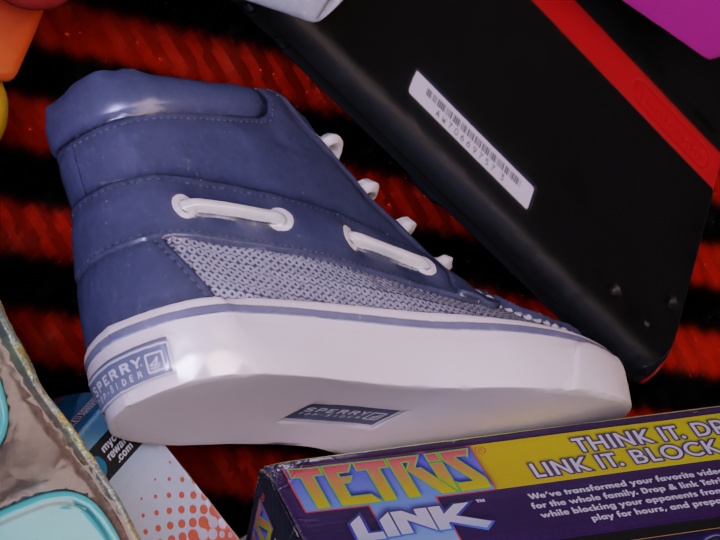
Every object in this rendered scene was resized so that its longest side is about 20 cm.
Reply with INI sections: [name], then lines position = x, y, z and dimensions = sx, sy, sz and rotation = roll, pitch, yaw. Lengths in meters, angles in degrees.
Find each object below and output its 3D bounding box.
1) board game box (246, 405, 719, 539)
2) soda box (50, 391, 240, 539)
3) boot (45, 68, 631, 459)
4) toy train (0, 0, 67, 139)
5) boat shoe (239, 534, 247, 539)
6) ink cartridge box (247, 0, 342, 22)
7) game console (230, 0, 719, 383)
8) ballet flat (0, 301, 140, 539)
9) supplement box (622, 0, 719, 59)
[board game box]
position = 0.088, 0.110, 0.758
dimensions = 0.199, 0.165, 0.057
rotation = -5, 125, -21
[soda box]
position = -0.117, 0.121, 0.723
dimensions = 0.200, 0.063, 0.068
rotation = -49, 113, -31
[boot]
position = 0.000, 0.000, 0.784
dimensions = 0.200, 0.073, 0.091
rotation = 12, 59, -51
[toy train]
position = -0.108, -0.048, 0.749
dimensions = 0.199, 0.084, 0.116
rotation = 2, 100, -45
[boat shoe]
position = -0.038, 0.138, 0.800
dimensions = 0.200, 0.073, 0.063
rotation = -42, 153, -39
[ink cartridge box]
position = -0.101, -0.148, 0.721
dimensions = 0.199, 0.050, 0.163
rotation = 11, 38, -34
[game console]
position = 0.042, -0.087, 0.865
dimensions = 0.200, 0.031, 0.177
rotation = 42, 48, -27
[ballet flat]
position = -0.094, 0.052, 0.672
dimensions = 0.071, 0.071, 0.201
rotation = -27, 100, -36
[supplement box]
position = 0.115, -0.181, 0.856
dimensions = 0.103, 0.101, 0.201
rotation = 27, 55, -38
